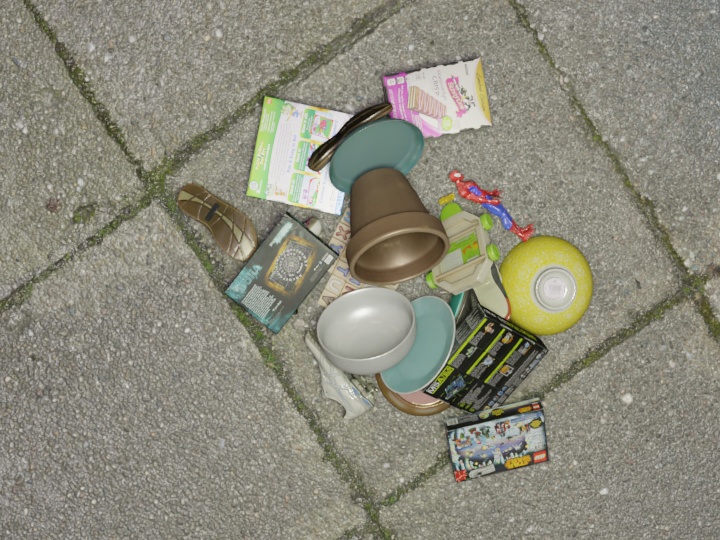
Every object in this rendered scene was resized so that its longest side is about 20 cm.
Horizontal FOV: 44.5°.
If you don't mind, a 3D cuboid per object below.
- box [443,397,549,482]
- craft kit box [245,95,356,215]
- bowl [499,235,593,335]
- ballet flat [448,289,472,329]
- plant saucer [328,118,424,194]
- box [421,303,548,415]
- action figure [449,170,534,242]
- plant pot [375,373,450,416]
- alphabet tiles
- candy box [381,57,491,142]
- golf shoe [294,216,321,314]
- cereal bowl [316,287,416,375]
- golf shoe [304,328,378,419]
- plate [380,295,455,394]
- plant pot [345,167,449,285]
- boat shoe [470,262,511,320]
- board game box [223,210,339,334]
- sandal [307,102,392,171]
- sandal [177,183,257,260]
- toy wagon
[{"bbox_3d":[0.273,0.341,1.759,0.197,0.040,0.139,-14,120,0],"label":"box"},{"bbox_3d":[-0.114,-0.226,1.749,0.194,0.049,0.204,12,93,-4],"label":"craft kit box"},{"bbox_3d":[0.374,0.034,1.737,0.196,0.108,0.204,0,93,-1],"label":"bowl"},{"bbox_3d":[0.184,0.128,1.741,0.068,0.068,0.202,26,93,-14],"label":"ballet flat"},{"bbox_3d":[0.027,-0.222,1.682,0.198,0.201,0.028,-25,61,0],"label":"plant saucer"},{"bbox_3d":[0.237,0.184,1.708,0.192,0.048,0.201,27,110,-30],"label":"box"},{"bbox_3d":[0.259,-0.135,1.749,0.198,0.066,0.052,33,114,-4],"label":"action figure"},{"bbox_3d":[0.127,0.197,1.783,0.196,0.027,0.204,0,94,-1],"label":"plant pot"},{"bbox_3d":[0.000,0.000,1.780,0.165,0.008,0.202,28,92,-2],"label":"alphabet tiles"},{"bbox_3d":[0.150,-0.331,1.737,0.196,0.061,0.139,-12,93,-1],"label":"candy box"},{"bbox_3d":[-0.120,-0.009,1.749,0.091,0.073,0.202,28,102,-6],"label":"golf shoe"},{"bbox_3d":[0.016,0.129,1.704,0.197,0.201,0.084,-13,128,0],"label":"cereal bowl"},{"bbox_3d":[-0.058,0.212,1.761,0.097,0.078,0.201,-42,85,19],"label":"golf shoe"},{"bbox_3d":[0.113,0.146,1.702,0.025,0.200,0.202,30,93,-34],"label":"plate"},{"bbox_3d":[0.056,-0.095,1.688,0.197,0.201,0.177,-15,62,0],"label":"plant pot"},{"bbox_3d":[0.246,0.013,1.746,0.070,0.062,0.203,-27,69,14],"label":"boat shoe"},{"bbox_3d":[-0.153,0.005,1.700,0.135,0.028,0.201,39,100,-7],"label":"board game box"},{"bbox_3d":[-0.014,-0.250,1.693,0.199,0.082,0.055,-41,113,3],"label":"sandal"},{"bbox_3d":[-0.280,-0.098,1.752,0.199,0.054,0.081,38,87,12],"label":"sandal"},{"bbox_3d":[0.193,-0.057,1.729,0.154,0.039,0.203,-25,56,30],"label":"toy wagon"}]
